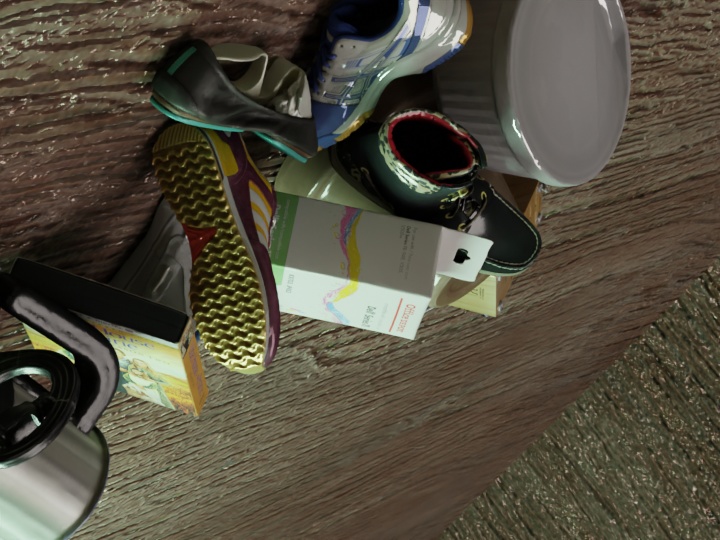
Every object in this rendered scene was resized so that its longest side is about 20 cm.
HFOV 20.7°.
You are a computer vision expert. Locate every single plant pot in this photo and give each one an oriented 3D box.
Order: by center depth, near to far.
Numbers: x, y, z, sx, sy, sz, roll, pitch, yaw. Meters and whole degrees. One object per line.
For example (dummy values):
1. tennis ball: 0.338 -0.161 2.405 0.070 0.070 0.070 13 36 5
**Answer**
1. plant pot: 0.053 -0.067 1.757 0.200 0.175 0.200 -38 165 -12

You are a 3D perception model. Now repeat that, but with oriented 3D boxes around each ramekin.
1. ramekin: 0.143 -0.171 1.673 0.094 0.203 0.202 3 -165 37

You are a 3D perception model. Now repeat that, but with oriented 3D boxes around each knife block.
1. knife block: 0.064 -0.031 1.869 0.064 0.175 0.200 87 25 -51

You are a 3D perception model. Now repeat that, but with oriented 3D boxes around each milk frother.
1. milk frother: -0.248 0.125 1.411 0.180 0.200 0.188 -40 134 8

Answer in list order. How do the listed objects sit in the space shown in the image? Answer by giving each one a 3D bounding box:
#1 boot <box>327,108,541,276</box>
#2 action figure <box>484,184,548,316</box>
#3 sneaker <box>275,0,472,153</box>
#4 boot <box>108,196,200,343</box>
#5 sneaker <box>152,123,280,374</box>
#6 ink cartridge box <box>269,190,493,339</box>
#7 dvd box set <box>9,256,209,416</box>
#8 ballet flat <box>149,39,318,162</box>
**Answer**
1. boot: 0.077 -0.061 1.597 0.074 0.203 0.154 -59 -168 -10
2. action figure: 0.087 -0.056 1.960 0.193 0.200 0.105 -34 -150 6
3. sneaker: -0.011 -0.172 1.548 0.200 0.075 0.088 -38 137 21
4. boot: -0.133 -0.005 1.638 0.074 0.096 0.200 -22 156 -49
5. sneaker: -0.091 -0.022 1.519 0.075 0.200 0.090 -12 -177 32
6. ink cartridge box: 0.000 0.000 1.620 0.117 0.200 0.067 105 -4 -71
7. dvd box set: -0.199 0.057 1.581 0.200 0.146 0.029 93 16 -70
8. ballet flat: -0.077 -0.128 1.468 0.068 0.068 0.200 -58 153 10
